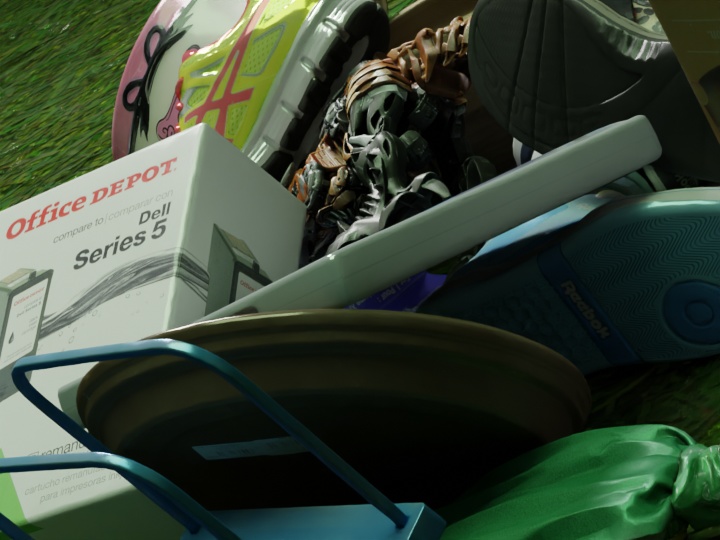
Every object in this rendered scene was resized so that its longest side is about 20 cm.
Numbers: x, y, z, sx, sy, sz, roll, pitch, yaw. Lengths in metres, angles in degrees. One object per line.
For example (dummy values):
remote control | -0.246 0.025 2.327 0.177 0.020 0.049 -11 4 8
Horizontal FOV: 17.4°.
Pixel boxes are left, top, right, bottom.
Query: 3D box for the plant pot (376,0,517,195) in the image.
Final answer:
plant pot | 0.077 -0.104 1.322 0.201 0.093 0.201 -29 17 10

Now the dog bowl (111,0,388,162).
dog bowl | -0.068 -0.103 1.381 0.074 0.200 0.200 26 48 23

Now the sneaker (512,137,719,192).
sneaker | 0.175 -0.075 1.143 0.200 0.076 0.081 -31 35 2

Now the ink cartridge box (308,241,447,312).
ink cartridge box | -0.065 0.046 1.227 0.198 0.043 0.200 -40 21 -30

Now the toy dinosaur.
toy dinosaur | 0.017 -0.060 1.145 0.102 0.200 0.136 -3 54 -17

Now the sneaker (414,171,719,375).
sneaker | 0.121 -0.016 1.027 0.200 0.080 0.131 -17 23 36

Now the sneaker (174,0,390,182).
sneaker | -0.069 -0.074 1.250 0.200 0.090 0.078 -56 -24 8

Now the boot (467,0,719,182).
boot | 0.161 -0.084 1.032 0.154 0.074 0.203 -8 19 -40

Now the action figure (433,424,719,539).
action figure | 0.060 0.099 0.843 0.200 0.055 0.118 -24 16 36

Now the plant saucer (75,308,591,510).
plant saucer | -0.010 0.063 0.909 0.200 0.200 0.030 -18 62 37

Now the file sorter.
file sorter | -0.092 0.136 0.789 0.139 0.123 0.200 -9 46 50

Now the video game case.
video game case | 0.000 0.000 0.954 0.200 0.023 0.182 -24 -1 -45

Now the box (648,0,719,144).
box | 0.204 -0.037 0.736 0.106 0.200 0.152 -35 17 -19

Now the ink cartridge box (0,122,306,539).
ink cartridge box | -0.113 0.049 1.096 0.145 0.084 0.200 -20 47 33
